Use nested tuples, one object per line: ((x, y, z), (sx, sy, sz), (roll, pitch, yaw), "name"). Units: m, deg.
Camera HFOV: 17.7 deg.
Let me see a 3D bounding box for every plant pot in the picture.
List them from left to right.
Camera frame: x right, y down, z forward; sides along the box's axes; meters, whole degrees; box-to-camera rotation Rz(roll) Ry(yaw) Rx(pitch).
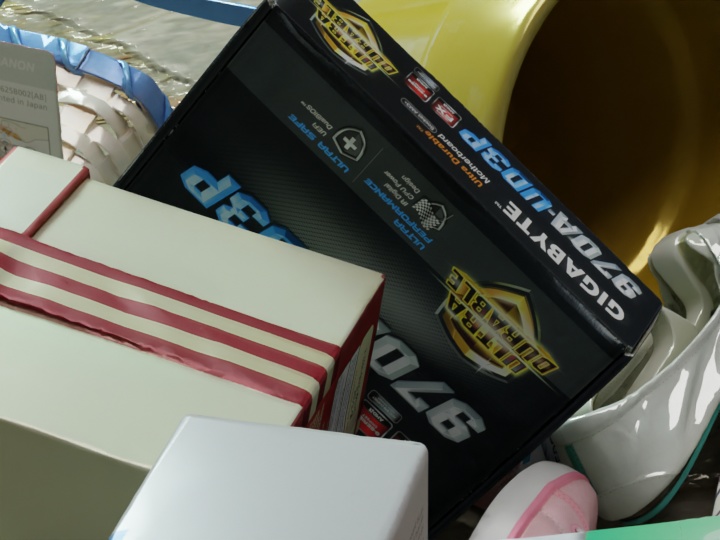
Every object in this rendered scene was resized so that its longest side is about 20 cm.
((0.077, -0.070, 1.144), (0.200, 0.202, 0.188), (-21, 20, -33), "plant pot")

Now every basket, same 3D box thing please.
((-0.150, -0.073, 1.152), (0.175, 0.139, 0.201), (18, 61, 26), "basket")

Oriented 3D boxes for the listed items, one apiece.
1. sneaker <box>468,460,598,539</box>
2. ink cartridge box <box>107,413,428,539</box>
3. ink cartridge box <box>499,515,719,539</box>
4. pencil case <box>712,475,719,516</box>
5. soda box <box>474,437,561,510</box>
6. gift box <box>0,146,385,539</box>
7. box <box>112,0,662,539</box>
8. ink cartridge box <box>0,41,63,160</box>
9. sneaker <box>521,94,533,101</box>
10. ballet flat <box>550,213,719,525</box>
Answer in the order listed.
((0.072, 0.152, 0.861), (0.104, 0.076, 0.200), (19, 34, 19), "sneaker")
((-0.034, 0.168, 0.699), (0.084, 0.201, 0.145), (7, 30, 14), "ink cartridge box")
((0.110, 0.143, 0.732), (0.160, 0.051, 0.200), (-4, 19, -15), "ink cartridge box")
((0.203, 0.071, 0.994), (0.089, 0.078, 0.200), (-17, 22, 25), "pencil case")
((0.006, 0.039, 1.052), (0.199, 0.069, 0.063), (21, 35, 28), "soda box")
((-0.107, 0.074, 0.889), (0.185, 0.186, 0.200), (17, 29, 9), "gift box")
((0.000, 0.000, 0.947), (0.200, 0.159, 0.046), (44, 36, -1), "box")
((-0.186, -0.028, 1.030), (0.161, 0.201, 0.057), (13, 30, 19), "ink cartridge box")
((0.164, -0.079, 1.260), (0.198, 0.116, 0.081), (-16, 25, 39), "sneaker")
((0.144, 0.022, 1.017), (0.069, 0.070, 0.200), (18, 52, 27), "ballet flat")
